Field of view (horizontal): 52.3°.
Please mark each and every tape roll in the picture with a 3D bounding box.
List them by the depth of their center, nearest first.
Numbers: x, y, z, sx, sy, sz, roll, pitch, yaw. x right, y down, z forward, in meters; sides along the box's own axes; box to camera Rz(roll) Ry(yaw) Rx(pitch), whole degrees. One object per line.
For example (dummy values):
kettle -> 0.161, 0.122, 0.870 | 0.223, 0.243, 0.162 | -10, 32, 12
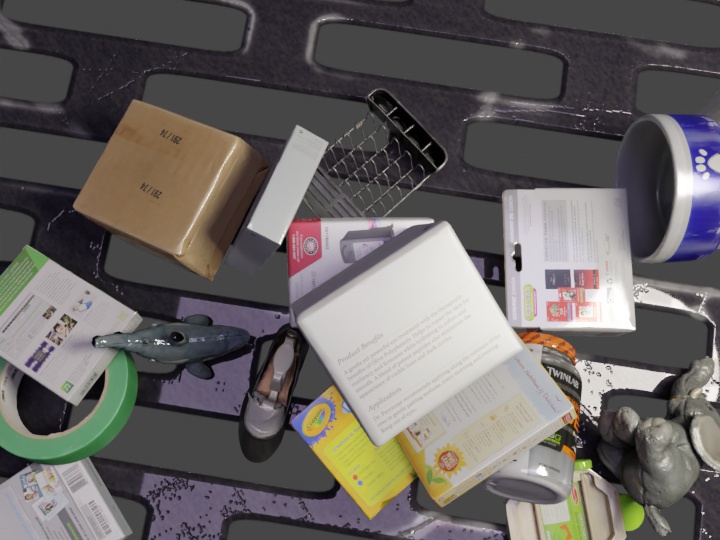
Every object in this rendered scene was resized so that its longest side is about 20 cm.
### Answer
tape roll -> -0.408, 0.159, 0.997 | 0.200, 0.048, 0.201 | 0, 65, 1

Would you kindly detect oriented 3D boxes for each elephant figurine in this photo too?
elephant figurine -> 0.430, 0.223, 0.973 | 0.200, 0.141, 0.156 | -9, 110, -21

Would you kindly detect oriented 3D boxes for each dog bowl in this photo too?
dog bowl -> 0.417, -0.110, 0.993 | 0.079, 0.200, 0.201 | -2, 79, -3

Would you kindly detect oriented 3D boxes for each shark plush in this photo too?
shark plush -> -0.252, 0.084, 0.979 | 0.200, 0.083, 0.091 | 19, 69, -34

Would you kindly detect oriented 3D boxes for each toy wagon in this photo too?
toy wagon -> 0.297, 0.336, 0.991 | 0.199, 0.040, 0.156 | -7, 80, -2

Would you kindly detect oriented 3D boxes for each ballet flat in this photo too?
ballet flat -> -0.123, 0.165, 1.007 | 0.068, 0.068, 0.200 | 15, 80, 1

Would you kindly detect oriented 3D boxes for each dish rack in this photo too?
dish rack -> 0.009, -0.148, 1.074 | 0.200, 0.055, 0.153 | -42, 81, -7

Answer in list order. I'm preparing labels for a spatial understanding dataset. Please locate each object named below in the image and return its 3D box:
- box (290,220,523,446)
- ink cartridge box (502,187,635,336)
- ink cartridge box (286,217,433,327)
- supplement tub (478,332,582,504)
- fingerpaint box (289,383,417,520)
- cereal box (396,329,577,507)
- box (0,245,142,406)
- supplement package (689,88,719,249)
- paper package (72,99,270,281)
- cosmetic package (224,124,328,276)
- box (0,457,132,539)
box -> 0.042, 0.065, 0.872 | 0.199, 0.200, 0.172 | -33, 96, -6
ink cartridge box -> 0.281, -0.011, 1.033 | 0.175, 0.084, 0.201 | 1, 79, 0
ink cartridge box -> 0.000, 0.000, 1.012 | 0.199, 0.086, 0.148 | -2, 95, -2
supplement tub -> 0.223, 0.190, 0.959 | 0.122, 0.123, 0.200 | 14, 62, 3
fingerpaint box -> 0.033, 0.202, 0.998 | 0.200, 0.073, 0.167 | -41, 83, -8
cereal box -> 0.142, 0.175, 0.904 | 0.200, 0.040, 0.144 | -33, 50, 1
box -> -0.419, 0.071, 0.992 | 0.200, 0.036, 0.144 | 30, 70, 12
supplement package -> 0.540, -0.138, 1.039 | 0.121, 0.120, 0.201 | 6, 80, 0
paper package -> -0.258, -0.114, 1.015 | 0.200, 0.103, 0.191 | 21, 78, 24
cosmetic package -> -0.117, -0.085, 0.977 | 0.052, 0.200, 0.151 | 29, 72, -11
box -> -0.435, 0.348, 0.986 | 0.200, 0.041, 0.156 | -34, 80, -7
